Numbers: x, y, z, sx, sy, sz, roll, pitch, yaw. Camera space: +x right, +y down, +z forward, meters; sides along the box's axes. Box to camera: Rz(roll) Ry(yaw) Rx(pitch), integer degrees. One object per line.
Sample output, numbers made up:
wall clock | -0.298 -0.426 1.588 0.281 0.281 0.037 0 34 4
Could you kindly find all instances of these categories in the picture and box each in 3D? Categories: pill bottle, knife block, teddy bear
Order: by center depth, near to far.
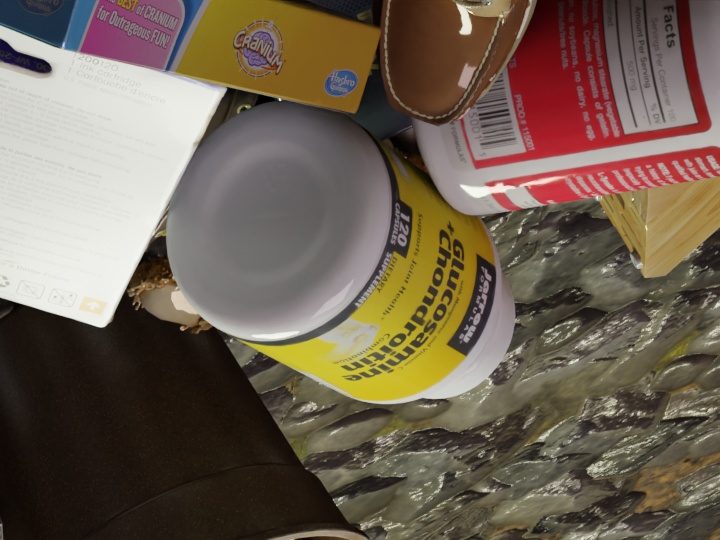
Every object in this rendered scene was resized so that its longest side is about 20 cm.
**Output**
pill bottle | 0.129 -0.093 1.222 0.200 0.112 0.112 -9 161 21
pill bottle | 0.000 0.000 1.273 0.112 0.112 0.200 -32 154 15
knife block | 0.206 -0.091 1.376 0.175 0.064 0.200 -25 158 -6
teddy bear | -0.034 -0.027 1.410 0.200 0.067 0.145 -24 172 -25

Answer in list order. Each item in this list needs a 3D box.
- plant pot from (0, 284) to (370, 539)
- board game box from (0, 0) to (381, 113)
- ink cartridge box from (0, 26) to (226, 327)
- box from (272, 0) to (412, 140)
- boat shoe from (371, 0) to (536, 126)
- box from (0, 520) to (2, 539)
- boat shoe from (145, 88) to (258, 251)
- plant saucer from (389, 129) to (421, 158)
plant pot | -0.122 0.117 1.504 0.200 0.198 0.200 -23 156 -11
board game box | -0.108 -0.117 1.118 0.200 0.153 0.040 7 103 -57
ink cartridge box | -0.175 -0.066 1.191 0.198 0.043 0.200 18 144 -12
box | 0.018 -0.144 1.288 0.158 0.051 0.200 -23 148 -2
boat shoe | 0.041 -0.149 1.124 0.074 0.076 0.200 -59 165 -57
box | -0.235 0.130 1.505 0.038 0.137 0.200 -16 154 -14
boat shoe | -0.105 -0.049 1.340 0.059 0.072 0.200 2 148 -21
plant saucer | 0.095 -0.110 1.467 0.200 0.032 0.200 -20 153 -10
